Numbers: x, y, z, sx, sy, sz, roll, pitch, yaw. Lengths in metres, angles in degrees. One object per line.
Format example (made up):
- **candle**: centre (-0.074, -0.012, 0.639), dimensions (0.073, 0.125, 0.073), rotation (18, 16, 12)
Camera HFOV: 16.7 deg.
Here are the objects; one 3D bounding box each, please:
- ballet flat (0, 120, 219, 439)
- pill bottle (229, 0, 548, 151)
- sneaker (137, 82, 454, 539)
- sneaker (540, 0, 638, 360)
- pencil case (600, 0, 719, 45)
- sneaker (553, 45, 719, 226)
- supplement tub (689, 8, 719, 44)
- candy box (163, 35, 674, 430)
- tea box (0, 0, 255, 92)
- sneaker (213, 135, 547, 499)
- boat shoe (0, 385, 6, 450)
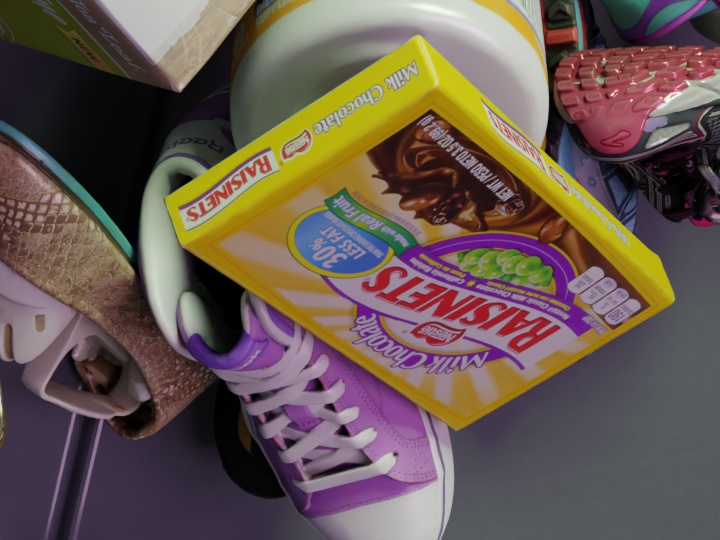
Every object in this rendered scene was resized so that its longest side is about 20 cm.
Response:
- **ballet flat**: centre (-0.106, 0.013, 0.897), dimensions (0.065, 0.070, 0.200), rotation (-55, 148, -9)
- **pill bottle**: centre (0.008, -0.120, 0.898), dimensions (0.112, 0.112, 0.201), rotation (45, 30, -38)
- **sneaker**: centre (-0.031, 0.040, 0.901), dimensions (0.201, 0.072, 0.114), rotation (65, 20, -14)
- **sneaker**: centre (0.079, -0.066, 1.066), dimensions (0.095, 0.079, 0.201), rotation (-35, 123, -56)
- **pencil case**: centre (0.096, -0.194, 0.979), dimensions (0.085, 0.092, 0.201), rotation (-32, 101, -10)
- **sneaker**: centre (0.137, -0.054, 1.006), dimensions (0.200, 0.080, 0.075), rotation (-4, 95, -66)
- **supplement tub**: centre (0.182, -0.211, 1.054), dimensions (0.132, 0.132, 0.201), rotation (-33, 121, -27)
- **candy box**: centre (0.027, -0.006, 0.845), dimensions (0.102, 0.027, 0.200), rotation (-30, 148, 17)
- **tea box**: centre (-0.090, -0.188, 0.796), dimensions (0.200, 0.196, 0.134), rotation (-53, 129, -13)
- **sneaker**: centre (0.000, 0.000, 0.974), dimensions (0.201, 0.070, 0.090), rotation (-55, 170, -1)
- **boat shoe**: centre (-0.165, -0.024, 0.811), dimensions (0.072, 0.072, 0.201), rotation (-18, 84, -41)
